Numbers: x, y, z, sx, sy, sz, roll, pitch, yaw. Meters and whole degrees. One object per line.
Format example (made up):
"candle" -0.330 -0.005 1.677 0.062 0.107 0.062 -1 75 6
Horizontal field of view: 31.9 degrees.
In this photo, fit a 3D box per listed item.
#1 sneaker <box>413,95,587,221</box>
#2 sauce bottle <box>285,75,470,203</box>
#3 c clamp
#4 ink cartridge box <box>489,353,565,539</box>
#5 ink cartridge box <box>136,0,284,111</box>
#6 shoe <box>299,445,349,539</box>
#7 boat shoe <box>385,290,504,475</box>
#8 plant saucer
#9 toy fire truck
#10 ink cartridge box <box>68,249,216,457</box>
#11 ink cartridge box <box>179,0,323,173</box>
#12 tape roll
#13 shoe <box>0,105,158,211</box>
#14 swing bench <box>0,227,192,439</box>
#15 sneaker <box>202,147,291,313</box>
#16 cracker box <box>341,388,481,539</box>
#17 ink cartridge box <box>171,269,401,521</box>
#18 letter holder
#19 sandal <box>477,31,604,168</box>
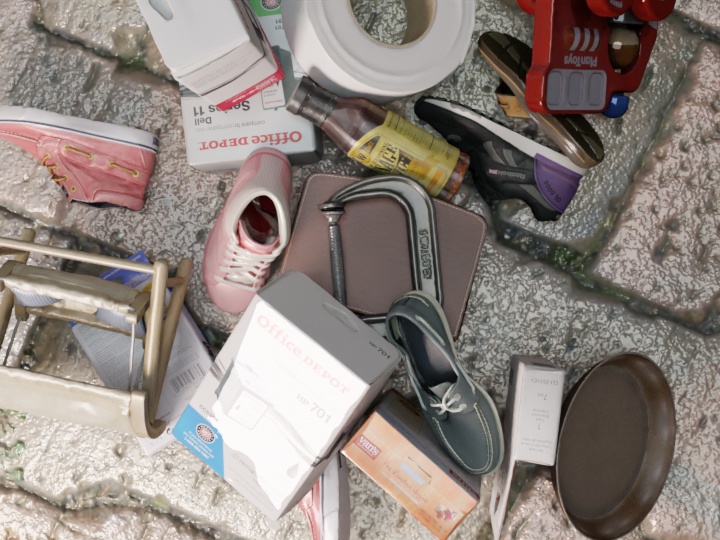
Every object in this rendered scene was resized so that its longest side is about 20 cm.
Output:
"sneaker" 0.139 -0.118 1.363 0.200 0.076 0.088 26 97 4
"sauce bottle" 0.017 -0.138 1.320 0.200 0.066 0.066 26 91 -7
"c clamp" 0.000 0.000 1.291 0.171 0.027 0.200 0 88 4
"ink cartridge box" 0.169 0.179 1.290 0.045 0.200 0.176 8 90 4
"ink cartridge box" -0.154 -0.251 1.236 0.083 0.200 0.145 -26 87 4
"shoe" -0.065 0.222 1.367 0.091 0.071 0.200 -5 87 9
"boat shoe" 0.078 0.118 1.247 0.073 0.062 0.200 -24 91 25
"plant saucer" 0.260 0.182 1.316 0.032 0.200 0.200 10 90 48
"toy fire truck" 0.244 -0.244 1.314 0.112 0.200 0.168 13 103 43
"ink cartridge box" -0.235 0.090 1.400 0.119 0.042 0.200 -32 89 5
"ink cartridge box" -0.123 -0.214 1.376 0.146 0.083 0.200 -7 89 4
"tape roll" 0.021 -0.279 1.332 0.202 0.071 0.203 2 85 -24
"shoe" -0.329 -0.122 1.394 0.200 0.071 0.091 10 84 0
"swing bench" -0.299 0.068 1.323 0.199 0.130 0.200 10 92 6
"sneaker" -0.122 -0.023 1.329 0.075 0.105 0.200 14 118 -11
"cracker box" 0.057 0.195 1.297 0.134 0.200 0.058 41 95 4
"ink cartridge box" -0.076 0.124 1.253 0.146 0.086 0.200 38 120 10
"letter holder" 0.026 -0.018 1.355 0.200 0.101 0.142 15 88 4
"sandal" 0.184 -0.178 1.348 0.200 0.082 0.055 54 127 18
